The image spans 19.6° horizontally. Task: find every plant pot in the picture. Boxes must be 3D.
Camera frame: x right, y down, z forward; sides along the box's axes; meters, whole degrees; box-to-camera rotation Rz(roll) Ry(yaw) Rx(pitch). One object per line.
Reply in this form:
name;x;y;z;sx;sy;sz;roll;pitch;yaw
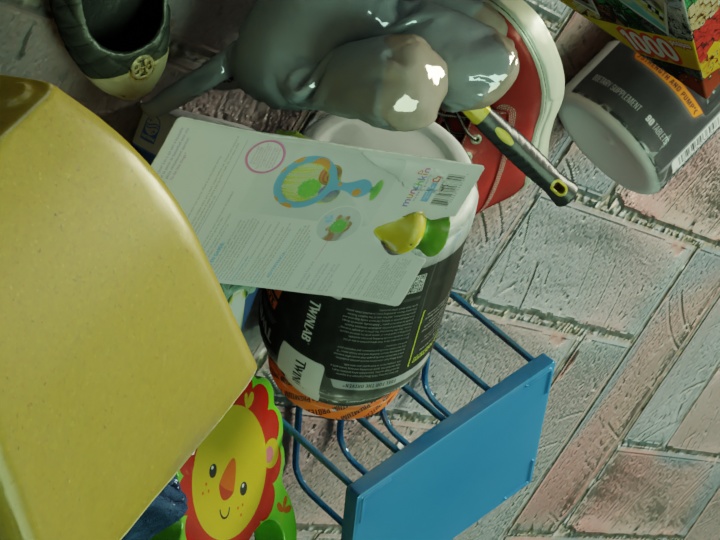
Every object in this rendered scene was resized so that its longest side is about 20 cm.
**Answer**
plant pot;-0.195;0.012;1.011;0.196;0.193;0.201;-50;139;-41

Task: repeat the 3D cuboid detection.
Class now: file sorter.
file sorter;0.026;0.128;1.545;0.200;0.123;0.139;-32;145;-32

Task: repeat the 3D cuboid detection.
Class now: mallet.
mallet;0.067;-0.098;1.348;0.066;0.041;0.200;-41;120;1

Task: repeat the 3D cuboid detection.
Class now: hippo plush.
hippo plush;-0.005;-0.175;1.164;0.159;0.199;0.162;-29;121;-54

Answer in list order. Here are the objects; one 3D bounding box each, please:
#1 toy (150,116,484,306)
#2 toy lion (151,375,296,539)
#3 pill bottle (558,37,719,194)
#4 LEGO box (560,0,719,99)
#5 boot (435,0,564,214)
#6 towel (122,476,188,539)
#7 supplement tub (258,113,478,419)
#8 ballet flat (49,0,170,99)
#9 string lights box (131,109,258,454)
toy;-0.041;-0.042;1.185;0.199;0.047;0.115;10;130;-29
toy lion;-0.094;0.168;1.421;0.200;0.068;0.193;50;50;-54
pill bottle;0.248;-0.160;1.550;0.200;0.106;0.106;-45;150;-12
LEGO box;0.149;-0.215;1.252;0.077;0.200;0.149;-46;150;-8
boot;0.063;-0.090;1.410;0.144;0.072;0.200;-37;151;-21
towel;-0.199;0.169;1.219;0.199;0.049;0.112;-32;156;2
supplement tub;0.000;0.000;1.353;0.122;0.122;0.201;-30;151;-33
ballet flat;-0.125;-0.160;1.075;0.066;0.057;0.201;-34;147;-26
string lights box;-0.114;0.008;1.247;0.103;0.059;0.201;7;106;-57
